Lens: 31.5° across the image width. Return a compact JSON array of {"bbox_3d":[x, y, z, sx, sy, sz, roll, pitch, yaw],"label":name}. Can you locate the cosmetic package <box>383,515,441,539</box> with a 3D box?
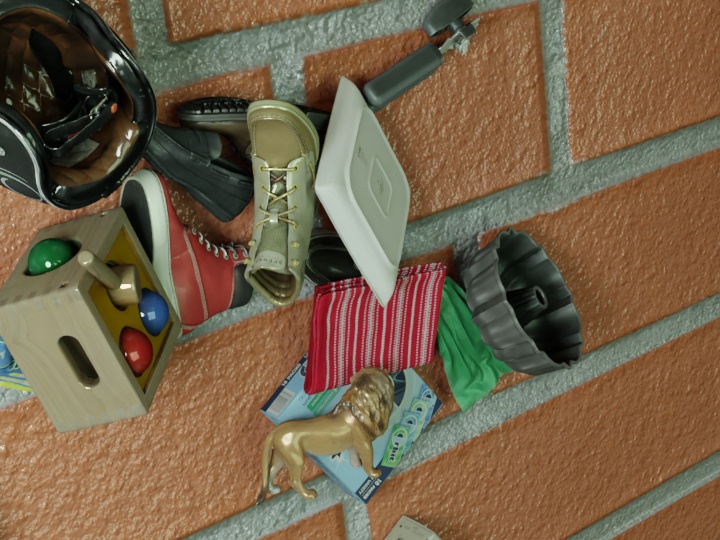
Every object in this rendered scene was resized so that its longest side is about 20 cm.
[{"bbox_3d":[0.100,0.436,1.745,0.105,0.071,0.200,-52,126,-15],"label":"cosmetic package"}]

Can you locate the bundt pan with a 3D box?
[{"bbox_3d":[0.207,0.050,1.677,0.202,0.076,0.202,36,38,-35],"label":"bundt pan"}]

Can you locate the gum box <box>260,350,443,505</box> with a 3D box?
[{"bbox_3d":[-0.007,0.171,1.611,0.170,0.045,0.200,-51,127,-15],"label":"gum box"}]

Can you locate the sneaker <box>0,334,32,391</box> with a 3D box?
[{"bbox_3d":[-0.357,0.089,1.282,0.200,0.105,0.076,15,93,-38],"label":"sneaker"}]

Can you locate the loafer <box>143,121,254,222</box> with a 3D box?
[{"bbox_3d":[-0.181,-0.125,1.355,0.070,0.068,0.201,-46,137,4],"label":"loafer"}]

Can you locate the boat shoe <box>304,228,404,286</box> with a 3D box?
[{"bbox_3d":[0.000,0.000,1.558,0.200,0.064,0.071,17,92,-39],"label":"boat shoe"}]

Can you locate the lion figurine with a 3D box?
[{"bbox_3d":[-0.044,0.196,1.517,0.200,0.072,0.123,-19,110,-21],"label":"lion figurine"}]

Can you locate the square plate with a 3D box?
[{"bbox_3d":[0.012,-0.094,1.484,0.200,0.028,0.198,-79,150,-43],"label":"square plate"}]

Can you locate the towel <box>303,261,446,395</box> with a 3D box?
[{"bbox_3d":[0.019,0.070,1.548,0.200,0.022,0.145,-11,120,-35],"label":"towel"}]

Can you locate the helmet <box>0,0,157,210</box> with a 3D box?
[{"bbox_3d":[-0.306,-0.169,1.200,0.200,0.191,0.200,-43,159,-21],"label":"helmet"}]

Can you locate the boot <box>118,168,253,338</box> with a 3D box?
[{"bbox_3d":[-0.182,-0.035,1.410,0.144,0.072,0.200,-26,123,-32],"label":"boot"}]

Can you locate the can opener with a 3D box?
[{"bbox_3d":[0.070,-0.262,1.561,0.200,0.053,0.066,-41,89,-24],"label":"can opener"}]

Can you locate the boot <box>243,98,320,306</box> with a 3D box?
[{"bbox_3d":[-0.088,-0.070,1.359,0.200,0.072,0.155,78,18,-56],"label":"boot"}]

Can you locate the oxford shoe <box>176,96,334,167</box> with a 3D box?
[{"bbox_3d":[-0.117,-0.147,1.427,0.200,0.073,0.085,4,107,-36],"label":"oxford shoe"}]

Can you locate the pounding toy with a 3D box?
[{"bbox_3d":[-0.261,0.034,1.263,0.184,0.142,0.200,-79,151,-57],"label":"pounding toy"}]

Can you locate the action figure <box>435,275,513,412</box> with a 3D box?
[{"bbox_3d":[0.122,0.076,1.679,0.118,0.055,0.200,-44,117,-18],"label":"action figure"}]
